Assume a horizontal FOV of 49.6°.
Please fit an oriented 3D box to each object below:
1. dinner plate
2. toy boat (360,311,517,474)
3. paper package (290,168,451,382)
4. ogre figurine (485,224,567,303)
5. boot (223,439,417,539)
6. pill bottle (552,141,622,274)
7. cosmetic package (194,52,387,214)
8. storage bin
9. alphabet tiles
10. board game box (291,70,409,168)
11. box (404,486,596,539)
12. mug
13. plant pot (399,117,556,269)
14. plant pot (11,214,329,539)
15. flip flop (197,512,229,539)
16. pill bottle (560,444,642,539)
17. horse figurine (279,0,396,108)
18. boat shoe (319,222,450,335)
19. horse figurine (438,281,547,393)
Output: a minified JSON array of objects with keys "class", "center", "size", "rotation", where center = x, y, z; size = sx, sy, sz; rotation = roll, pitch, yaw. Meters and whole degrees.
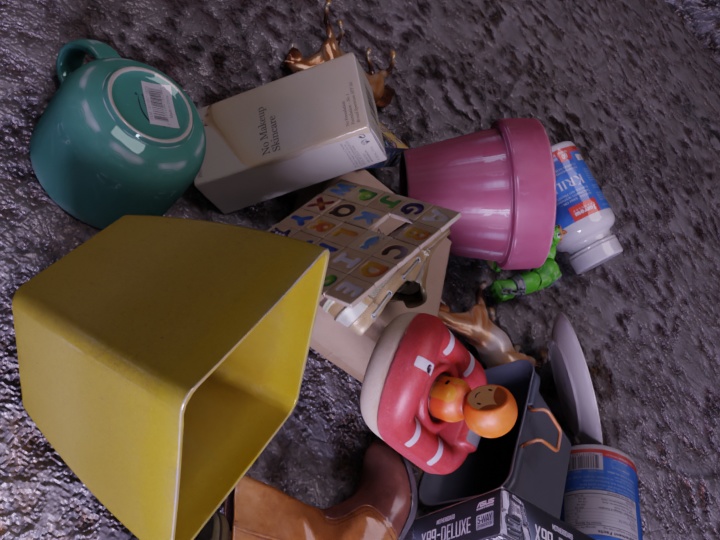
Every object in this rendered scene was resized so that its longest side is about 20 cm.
[{"class":"dinner plate","center":[0.286,0.156,1.057],"size":[0.200,0.024,0.201],"rotation":[-13,90,-88]},{"class":"toy boat","center":[0.091,0.127,0.763],"size":[0.200,0.130,0.131],"rotation":[45,61,-46]},{"class":"paper package","center":[0.000,0.000,0.908],"size":[0.190,0.103,0.200],"rotation":[37,43,-19]},{"class":"ogre figurine","center":[0.240,-0.045,1.180],"size":[0.119,0.098,0.200],"rotation":[6,42,-21]},{"class":"boot","center":[-0.044,0.229,0.747],"size":[0.200,0.068,0.189],"rotation":[27,58,-28]},{"class":"pill bottle","center":[0.348,-0.101,1.288],"size":[0.112,0.112,0.200],"rotation":[-14,73,-47]},{"class":"cosmetic package","center":[-0.081,-0.148,0.852],"size":[0.073,0.199,0.104],"rotation":[51,25,-61]},{"class":"storage bin","center":[0.180,0.224,0.910],"size":[0.134,0.145,0.200],"rotation":[49,40,-21]},{"class":"alphabet tiles","center":[-0.026,-0.026,0.768],"size":[0.200,0.167,0.008],"rotation":[-39,132,-33]},{"class":"board game box","center":[-0.014,-0.187,0.991],"size":[0.135,0.035,0.200],"rotation":[43,15,5]},{"class":"box","center":[0.159,0.305,0.809],"size":[0.200,0.158,0.050],"rotation":[32,45,-22]},{"class":"mug","center":[-0.241,-0.141,0.764],"size":[0.185,0.114,0.152],"rotation":[42,42,-15]},{"class":"plant pot","center":[0.145,-0.098,1.032],"size":[0.178,0.200,0.201],"rotation":[-3,59,-2]},{"class":"plant pot","center":[-0.161,0.069,0.631],"size":[0.176,0.200,0.200],"rotation":[25,40,14]},{"class":"flip flop","center":[-0.162,0.269,0.601],"size":[0.057,0.081,0.200],"rotation":[34,48,-1]},{"class":"pill bottle","center":[0.287,0.326,0.952],"size":[0.112,0.112,0.200],"rotation":[33,46,-23]},{"class":"horse figurine","center":[-0.014,-0.296,1.130],"size":[0.200,0.050,0.133],"rotation":[32,57,-32]},{"class":"boat shoe","center":[0.040,0.006,0.806],"size":[0.076,0.072,0.200],"rotation":[46,50,10]},{"class":"horse figurine","center":[0.183,0.099,1.044],"size":[0.200,0.050,0.132],"rotation":[52,32,3]}]
